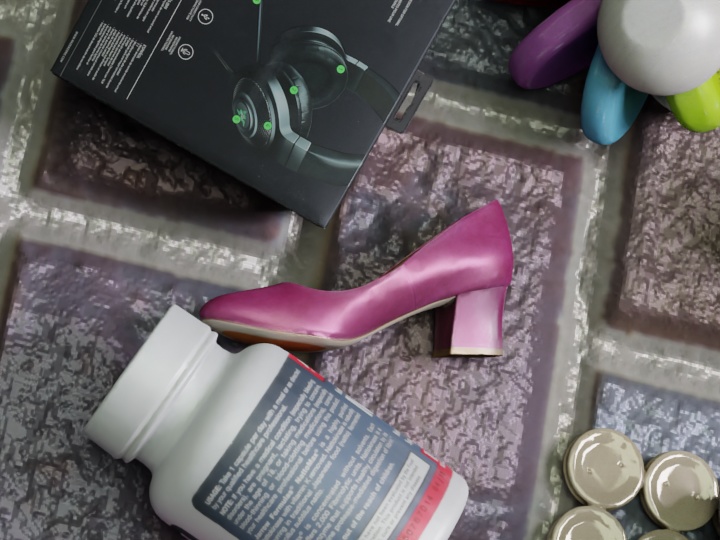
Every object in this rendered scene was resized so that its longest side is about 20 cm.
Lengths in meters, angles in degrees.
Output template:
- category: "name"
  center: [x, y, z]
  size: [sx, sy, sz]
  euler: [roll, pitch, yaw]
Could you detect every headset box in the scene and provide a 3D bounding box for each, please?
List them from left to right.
- category: "headset box"
  center: [-0.051, -0.145, 1.481]
  size: [0.199, 0.093, 0.175]
  euler: [29, 98, -4]

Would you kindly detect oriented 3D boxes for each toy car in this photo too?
- category: "toy car"
  center: [0.153, -0.167, 1.556]
  size: [0.149, 0.175, 0.201]
  euler: [-24, 80, 16]

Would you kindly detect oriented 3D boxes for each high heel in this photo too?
- category: "high heel"
  center: [0.000, 0.000, 1.497]
  size: [0.199, 0.067, 0.097]
  euler: [3, 84, -19]

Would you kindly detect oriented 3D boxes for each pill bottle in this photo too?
- category: "pill bottle"
  center: [-0.050, 0.112, 1.430]
  size: [0.200, 0.120, 0.120]
  euler: [36, 69, -3]

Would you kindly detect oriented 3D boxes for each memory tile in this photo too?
- category: "memory tile"
  center: [0.205, 0.188, 1.529]
  size: [0.199, 0.017, 0.154]
  euler: [16, 71, -10]

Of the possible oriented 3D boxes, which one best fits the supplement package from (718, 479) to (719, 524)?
- category: "supplement package"
  center: [0.325, 0.217, 1.465]
  size: [0.190, 0.147, 0.201]
  euler: [9, 72, -24]
